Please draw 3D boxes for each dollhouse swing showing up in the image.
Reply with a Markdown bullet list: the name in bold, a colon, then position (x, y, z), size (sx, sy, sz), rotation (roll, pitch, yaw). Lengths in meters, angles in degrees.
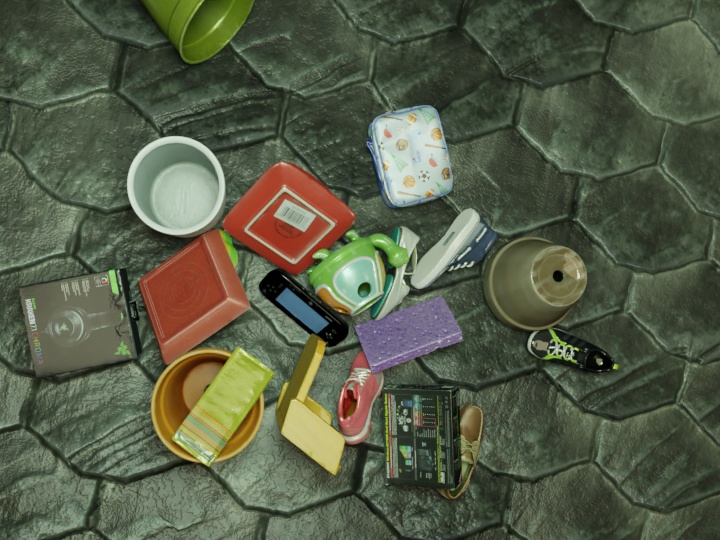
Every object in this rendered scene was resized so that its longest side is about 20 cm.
- **dollhouse swing**: position (-0.069, 0.250, 1.457), size (0.181, 0.200, 0.176), rotation (39, 84, -8)

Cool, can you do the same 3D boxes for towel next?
- **towel**: position (-0.241, 0.240, 1.335), size (0.086, 0.018, 0.201), rotation (36, 85, -8)

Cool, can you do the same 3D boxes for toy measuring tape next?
- **toy measuring tape**: position (-0.254, -0.053, 1.486), size (0.073, 0.074, 0.201), rotation (36, 85, -8)

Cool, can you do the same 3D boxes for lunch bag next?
- **lunch bag**: position (0.097, -0.234, 1.542), size (0.159, 0.076, 0.202), rotation (-14, 94, -6)

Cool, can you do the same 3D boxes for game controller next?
- **game controller**: position (-0.112, 0.075, 1.499), size (0.200, 0.104, 0.042), rotation (40, 62, -7)

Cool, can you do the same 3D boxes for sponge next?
- **sponge**: position (0.096, 0.128, 1.533), size (0.198, 0.112, 0.030), rotation (-19, 136, -8)

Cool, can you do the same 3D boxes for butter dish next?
- **butter dish**: position (-0.137, -0.127, 1.475), size (0.199, 0.149, 0.199), rotation (34, 120, -26)

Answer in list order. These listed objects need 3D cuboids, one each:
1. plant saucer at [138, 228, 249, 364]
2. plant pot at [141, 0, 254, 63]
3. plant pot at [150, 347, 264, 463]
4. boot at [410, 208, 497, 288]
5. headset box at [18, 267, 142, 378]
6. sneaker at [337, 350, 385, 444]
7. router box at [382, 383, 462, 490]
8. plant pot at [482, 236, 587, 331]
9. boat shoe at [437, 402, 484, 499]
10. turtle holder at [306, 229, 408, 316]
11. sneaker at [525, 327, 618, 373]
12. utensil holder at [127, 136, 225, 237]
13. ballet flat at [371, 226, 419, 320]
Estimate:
- **plant saucer**: position (-0.324, 0.040, 1.417), size (0.199, 0.037, 0.201), rotation (-34, 58, 8)
- **plant pot**: position (-0.332, -0.533, 1.422), size (0.193, 0.200, 0.201), rotation (43, 84, 5)
- **plant pot**: position (-0.283, 0.240, 1.430), size (0.198, 0.183, 0.203), rotation (0, 90, -9)
- **boot**: position (0.197, -0.025, 1.565), size (0.090, 0.073, 0.200), rotation (38, 96, -26)
- **headset box**: position (-0.520, 0.096, 1.435), size (0.198, 0.093, 0.176), rotation (-10, 93, -10)
- **sneaker**: position (-0.001, 0.234, 1.487), size (0.073, 0.087, 0.202), rotation (0, 52, 18)
- **router box**: position (0.124, 0.332, 1.525), size (0.148, 0.062, 0.203), rotation (-1, 91, 23)
- **plant pot**: position (0.366, 0.020, 1.528), size (0.198, 0.174, 0.203), rotation (1, 83, -7)
- **boat shoe**: position (0.216, 0.379, 1.568), size (0.075, 0.074, 0.202), rotation (16, 88, -9)
- **turtle holder**: position (-0.007, 0.007, 1.491), size (0.185, 0.141, 0.132), rotation (-25, 75, -39)
- **sneaker**: position (0.451, 0.169, 1.599), size (0.198, 0.083, 0.073), rotation (15, 88, -8)
- **utensil holder**: position (-0.330, -0.145, 1.406), size (0.168, 0.200, 0.172), rotation (0, 89, -7)
- **ballet flat**: position (0.078, 0.011, 1.549), size (0.069, 0.069, 0.202), rotation (16, 85, -9)
